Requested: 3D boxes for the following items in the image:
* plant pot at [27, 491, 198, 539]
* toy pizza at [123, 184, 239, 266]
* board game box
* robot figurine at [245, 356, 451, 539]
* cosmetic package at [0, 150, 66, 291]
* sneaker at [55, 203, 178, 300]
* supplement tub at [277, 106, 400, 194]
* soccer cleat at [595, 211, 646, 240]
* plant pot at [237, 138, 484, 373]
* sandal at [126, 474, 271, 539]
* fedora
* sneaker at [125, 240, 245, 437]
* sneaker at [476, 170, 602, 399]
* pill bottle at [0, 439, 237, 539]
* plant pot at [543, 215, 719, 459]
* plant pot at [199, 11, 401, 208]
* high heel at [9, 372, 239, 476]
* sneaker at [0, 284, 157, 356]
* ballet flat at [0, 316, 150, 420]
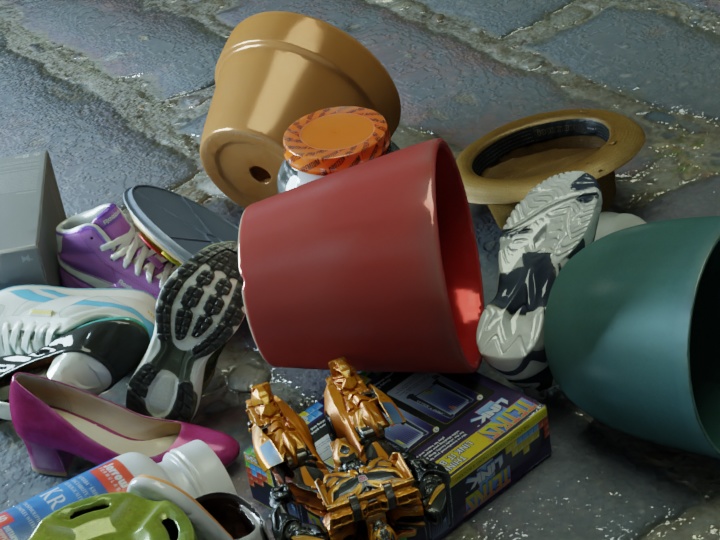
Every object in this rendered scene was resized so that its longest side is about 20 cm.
[{"bbox_3d":[-0.165,0.266,1.385,0.200,0.184,0.200,-7,33,5],"label":"plant pot"},{"bbox_3d":[-0.144,-0.015,1.866,0.200,0.032,0.200,32,13,-8],"label":"toy pizza"},{"bbox_3d":[0.032,0.152,1.630,0.200,0.057,0.165,-32,41,-32],"label":"board game box"},{"bbox_3d":[-0.016,0.150,1.538,0.145,0.058,0.200,-18,34,-13],"label":"robot figurine"},{"bbox_3d":[-0.344,-0.026,1.962,0.090,0.107,0.200,-8,31,3],"label":"cosmetic package"},{"bbox_3d":[-0.212,-0.005,1.886,0.200,0.114,0.073,9,35,25],"label":"sneaker"},{"bbox_3d":[-0.009,-0.042,1.807,0.122,0.200,0.123,-7,33,5],"label":"supplement tub"},{"bbox_3d":[0.192,-0.001,1.822,0.078,0.069,0.200,16,33,42],"label":"soccer cleat"},{"bbox_3d":[0.000,0.000,1.659,0.177,0.201,0.201,-9,32,12],"label":"plant pot"},{"bbox_3d":[-0.106,0.190,1.471,0.079,0.207,0.059,14,63,27],"label":"sandal"},{"bbox_3d":[0.186,-0.088,1.927,0.200,0.082,0.201,-14,26,7],"label":"fedora"},{"bbox_3d":[-0.144,0.049,1.734,0.077,0.200,0.089,32,26,3],"label":"sneaker"},{"bbox_3d":[0.171,0.022,1.712,0.079,0.130,0.199,4,62,25],"label":"sneaker"},{"bbox_3d":[-0.199,0.211,1.547,0.200,0.112,0.112,-26,36,-23],"label":"pill bottle"},{"bbox_3d":[0.250,0.050,1.612,0.161,0.201,0.201,3,33,39],"label":"plant pot"},{"bbox_3d":[-0.076,-0.147,2.016,0.200,0.200,0.140,9,53,27],"label":"plant pot"},{"bbox_3d":[-0.205,0.130,1.689,0.200,0.096,0.067,3,34,19],"label":"high heel"},{"bbox_3d":[-0.288,0.058,1.833,0.200,0.077,0.081,-6,18,5],"label":"sneaker"},{"bbox_3d":[-0.274,0.100,1.763,0.200,0.068,0.068,-19,37,30],"label":"ballet flat"}]
